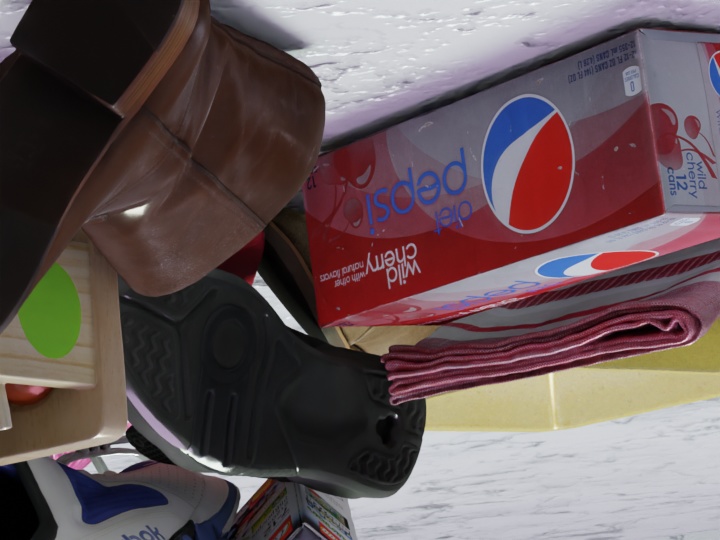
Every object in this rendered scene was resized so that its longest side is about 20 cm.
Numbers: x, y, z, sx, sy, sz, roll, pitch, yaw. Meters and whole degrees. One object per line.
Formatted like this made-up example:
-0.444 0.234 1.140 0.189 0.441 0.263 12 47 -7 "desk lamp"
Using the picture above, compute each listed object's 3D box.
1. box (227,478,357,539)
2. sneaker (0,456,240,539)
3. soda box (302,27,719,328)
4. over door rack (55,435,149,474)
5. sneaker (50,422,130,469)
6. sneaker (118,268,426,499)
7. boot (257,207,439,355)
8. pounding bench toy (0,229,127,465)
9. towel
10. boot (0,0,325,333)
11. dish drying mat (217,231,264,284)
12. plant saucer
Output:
-0.079 0.172 1.189 0.200 0.035 0.110 -48 -170 5 "box"
-0.116 0.103 1.150 0.115 0.081 0.199 34 -172 -9 "sneaker"
0.062 -0.030 1.055 0.063 0.070 0.200 -1 169 -38 "soda box"
-0.089 0.084 1.393 0.200 0.067 0.148 -17 -168 -30 "over door rack"
-0.187 0.078 1.515 0.081 0.088 0.200 -42 174 25 "sneaker"
-0.069 0.043 1.127 0.114 0.076 0.199 6 171 33 "sneaker"
0.000 0.000 1.262 0.075 0.074 0.200 -36 161 2 "boot"
-0.163 0.037 0.941 0.124 0.200 0.156 -12 167 32 "pounding bench toy"
0.110 0.000 1.181 0.144 0.023 0.200 -13 -167 31 "towel"
-0.090 -0.010 0.891 0.186 0.064 0.200 -48 168 0 "boot"
-0.081 0.001 1.191 0.077 0.018 0.200 -13 174 -6 "dish drying mat"
0.107 0.051 1.581 0.200 0.049 0.200 4 167 -42 "plant saucer"
